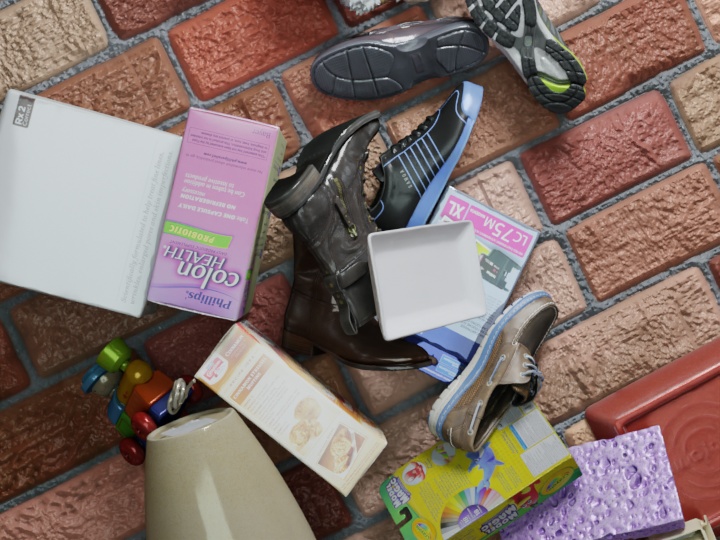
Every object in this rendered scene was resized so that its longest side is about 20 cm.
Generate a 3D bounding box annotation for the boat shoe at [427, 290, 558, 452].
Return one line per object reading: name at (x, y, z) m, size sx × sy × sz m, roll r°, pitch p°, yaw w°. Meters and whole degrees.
boat shoe at (0.161, 0.115, 1.467) m, size 0.072 × 0.072 × 0.200 m, roll 33°, pitch 84°, yaw 39°

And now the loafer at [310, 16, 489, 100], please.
loafer at (0.042, -0.239, 1.492) m, size 0.199 × 0.063 × 0.072 m, roll -11°, pitch 121°, yaw 4°

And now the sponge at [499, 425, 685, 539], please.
sponge at (0.242, 0.245, 1.460) m, size 0.199 × 0.030 × 0.112 m, roll -16°, pitch 57°, yaw 13°

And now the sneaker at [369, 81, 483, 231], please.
sneaker at (0.064, -0.126, 1.480) m, size 0.078 × 0.070 × 0.201 m, roll 27°, pitch 91°, yaw -6°

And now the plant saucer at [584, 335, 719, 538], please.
plant saucer at (0.383, 0.200, 1.506) m, size 0.199 × 0.037 × 0.201 m, roll -28°, pitch 92°, yaw 0°

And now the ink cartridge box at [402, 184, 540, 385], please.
ink cartridge box at (0.104, 0.020, 1.499) m, size 0.119 × 0.042 × 0.201 m, roll 26°, pitch 92°, yaw -1°

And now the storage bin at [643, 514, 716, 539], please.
storage bin at (0.315, 0.389, 1.460) m, size 0.199 × 0.094 × 0.200 m, roll -22°, pitch 93°, yaw 11°

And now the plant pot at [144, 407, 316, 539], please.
plant pot at (-0.142, 0.248, 1.359) m, size 0.186 × 0.187 × 0.201 m, roll -16°, pitch 97°, yaw 0°

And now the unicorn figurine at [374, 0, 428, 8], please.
unicorn figurine at (0.103, -0.369, 1.472) m, size 0.198 × 0.074 × 0.138 m, roll -10°, pitch 102°, yaw -6°

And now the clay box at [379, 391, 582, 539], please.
clay box at (0.127, 0.228, 1.467) m, size 0.199 × 0.115 × 0.048 m, roll -34°, pitch 135°, yaw 2°

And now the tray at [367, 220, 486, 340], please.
tray at (0.067, 0.008, 1.404) m, size 0.022 × 0.199 × 0.108 m, roll -10°, pitch 90°, yaw 36°

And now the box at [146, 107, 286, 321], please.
box at (-0.148, -0.058, 1.426) m, size 0.096 × 0.176 × 0.201 m, roll 12°, pitch 91°, yaw -1°

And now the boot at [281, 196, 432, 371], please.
boot at (0.000, 0.000, 1.454) m, size 0.185 × 0.064 × 0.202 m, roll 9°, pitch 98°, yaw 20°

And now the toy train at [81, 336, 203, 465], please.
toy train at (-0.232, 0.115, 1.428) m, size 0.116 × 0.200 × 0.085 m, roll 44°, pitch 56°, yaw 8°

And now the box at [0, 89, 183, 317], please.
box at (-0.297, -0.069, 1.447) m, size 0.199 × 0.131 × 0.200 m, roll 15°, pitch 91°, yaw -1°

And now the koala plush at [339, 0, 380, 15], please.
koala plush at (-0.026, -0.385, 1.441) m, size 0.176 × 0.184 × 0.201 m, roll 19°, pitch 107°, yaw 22°

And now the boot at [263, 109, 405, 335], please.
boot at (-0.003, -0.052, 1.395) m, size 0.174 × 0.069 × 0.200 m, roll 53°, pitch 53°, yaw -18°

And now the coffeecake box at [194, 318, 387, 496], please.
coffeecake box at (-0.073, 0.142, 1.441) m, size 0.200 × 0.154 × 0.073 m, roll 38°, pitch 89°, yaw -1°

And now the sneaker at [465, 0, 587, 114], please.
sneaker at (0.175, -0.263, 1.470) m, size 0.074 × 0.081 × 0.201 m, roll -31°, pitch 99°, yaw 13°
